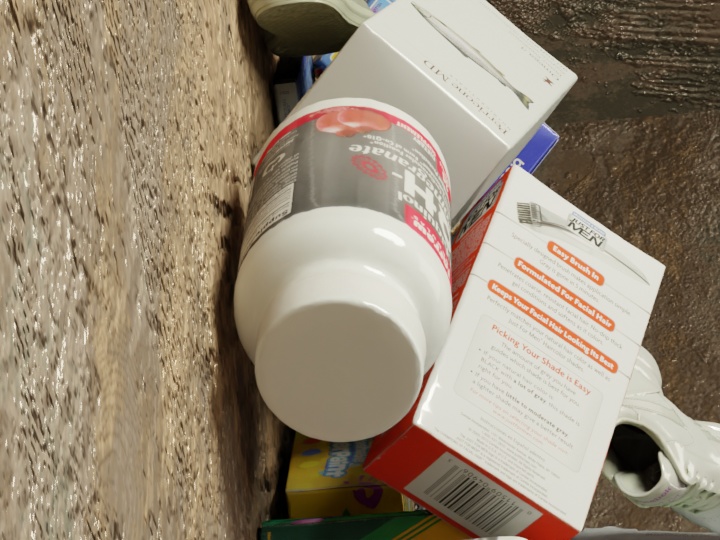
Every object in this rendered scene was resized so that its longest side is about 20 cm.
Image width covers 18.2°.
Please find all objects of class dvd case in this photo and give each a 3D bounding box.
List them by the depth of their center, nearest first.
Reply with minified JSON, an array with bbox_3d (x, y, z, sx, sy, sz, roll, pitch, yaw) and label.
[{"bbox_3d":[-0.035,-0.053,1.537,0.143,0.017,0.201,-84,168,-71],"label":"dvd case"}]

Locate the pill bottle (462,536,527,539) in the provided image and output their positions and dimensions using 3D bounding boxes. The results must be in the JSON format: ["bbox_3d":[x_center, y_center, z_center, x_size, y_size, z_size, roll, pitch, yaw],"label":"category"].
[{"bbox_3d":[0.042,0.192,1.128,0.111,0.199,0.111,-6,90,-85],"label":"pill bottle"}]

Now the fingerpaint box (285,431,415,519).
[{"bbox_3d":[-0.002,0.181,1.380,0.200,0.073,0.168,-84,170,-77],"label":"fingerpaint box"}]

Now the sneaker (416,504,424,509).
[{"bbox_3d":[0.024,0.223,1.727,0.077,0.078,0.201,28,53,-69],"label":"sneaker"}]

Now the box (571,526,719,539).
[{"bbox_3d":[0.155,0.228,1.468,0.176,0.199,0.097,-9,97,-77],"label":"box"}]

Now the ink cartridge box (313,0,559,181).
[{"bbox_3d":[0.062,-0.112,1.621,0.076,0.200,0.136,-52,-174,-1],"label":"ink cartridge box"}]

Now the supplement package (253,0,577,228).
[{"bbox_3d":[0.039,-0.093,1.380,0.117,0.117,0.200,-50,179,24],"label":"supplement package"}]

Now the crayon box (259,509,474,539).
[{"bbox_3d":[0.013,0.233,1.231,0.058,0.118,0.201,39,46,-83],"label":"crayon box"}]

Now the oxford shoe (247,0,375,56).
[{"bbox_3d":[-0.032,-0.170,1.389,0.200,0.075,0.058,37,42,-80],"label":"oxford shoe"}]

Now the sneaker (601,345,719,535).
[{"bbox_3d":[0.196,0.130,1.436,0.200,0.075,0.100,38,33,-27],"label":"sneaker"}]

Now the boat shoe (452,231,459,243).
[{"bbox_3d":[0.060,0.019,1.690,0.075,0.201,0.086,49,-25,31],"label":"boat shoe"}]

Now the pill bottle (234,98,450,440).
[{"bbox_3d":[-0.008,0.000,1.166,0.200,0.110,0.111,-87,171,-60],"label":"pill bottle"}]

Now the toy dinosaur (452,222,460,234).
[{"bbox_3d":[0.020,-0.011,1.606,0.061,0.106,0.201,110,-28,-50],"label":"toy dinosaur"}]

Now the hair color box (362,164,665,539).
[{"bbox_3d":[0.088,0.051,1.234,0.064,0.111,0.201,-45,-165,49],"label":"hair color box"}]
